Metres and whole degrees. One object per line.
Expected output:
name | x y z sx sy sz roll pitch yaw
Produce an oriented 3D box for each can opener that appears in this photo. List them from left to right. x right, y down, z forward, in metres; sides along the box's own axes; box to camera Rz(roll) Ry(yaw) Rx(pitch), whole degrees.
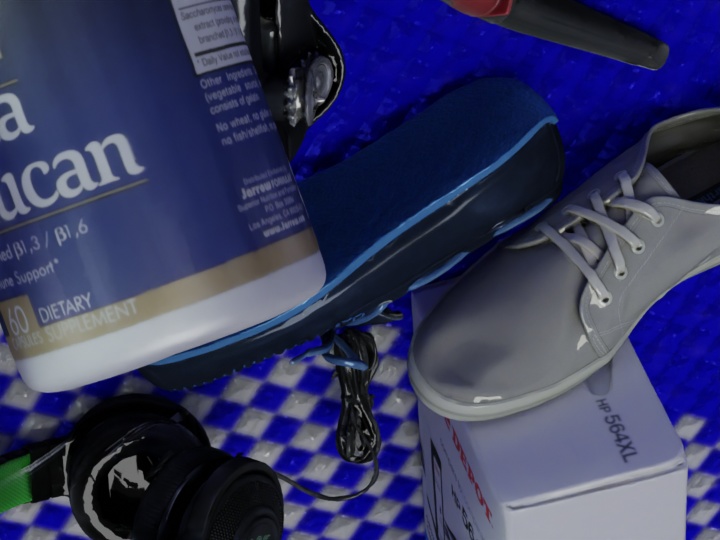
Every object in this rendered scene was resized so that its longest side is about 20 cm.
can opener | -0.045 -0.120 0.831 0.079 0.063 0.200 12 125 17

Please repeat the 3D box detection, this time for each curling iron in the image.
curling iron | 0.052 -0.117 0.907 0.200 0.026 0.050 24 119 -36

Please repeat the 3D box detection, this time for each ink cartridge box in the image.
ink cartridge box | 0.082 0.114 1.035 0.084 0.146 0.200 -13 131 -8

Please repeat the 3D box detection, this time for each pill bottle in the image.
pill bottle | -0.095 -0.069 0.780 0.111 0.111 0.200 -20 93 -4

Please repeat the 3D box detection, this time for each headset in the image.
headset | -0.077 0.084 0.977 0.200 0.123 0.094 -12 114 -31

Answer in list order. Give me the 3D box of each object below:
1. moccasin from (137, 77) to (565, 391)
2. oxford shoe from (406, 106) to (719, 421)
moccasin | 0.000 0.000 0.951 0.200 0.080 0.068 -27 138 3
oxford shoe | 0.101 -0.009 0.968 0.200 0.075 0.058 -33 151 -16
